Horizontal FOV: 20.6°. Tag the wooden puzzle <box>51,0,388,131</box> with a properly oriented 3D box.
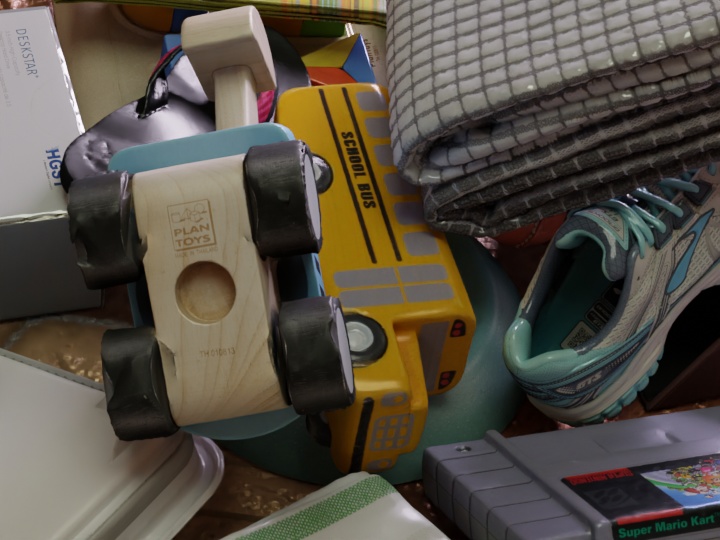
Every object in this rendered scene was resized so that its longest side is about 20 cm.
[{"bbox_3d":[-0.068,-0.128,1.123,0.199,0.046,0.186,-4,49,-13],"label":"wooden puzzle"}]

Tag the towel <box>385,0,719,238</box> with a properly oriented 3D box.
[{"bbox_3d":[0.113,-0.111,0.952,0.200,0.086,0.166,-18,39,16],"label":"towel"}]

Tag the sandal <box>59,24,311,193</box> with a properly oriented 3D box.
[{"bbox_3d":[-0.078,-0.085,1.005,0.075,0.045,0.200,30,36,11],"label":"sandal"}]

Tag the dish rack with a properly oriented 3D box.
[{"bbox_3d":[-0.179,0.092,0.861,0.200,0.044,0.172,15,44,34],"label":"dish rack"}]

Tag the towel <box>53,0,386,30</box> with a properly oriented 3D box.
[{"bbox_3d":[-0.068,-0.167,1.112,0.199,0.018,0.086,5,36,-2],"label":"towel"}]

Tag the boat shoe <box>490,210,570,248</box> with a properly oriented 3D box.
[{"bbox_3d":[0.060,-0.090,1.068,0.062,0.071,0.200,2,46,-27],"label":"boat shoe"}]

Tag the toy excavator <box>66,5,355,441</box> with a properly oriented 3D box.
[{"bbox_3d":[-0.061,-0.026,0.882,0.100,0.200,0.195,-10,90,4],"label":"toy excavator"}]

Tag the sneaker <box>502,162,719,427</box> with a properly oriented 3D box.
[{"bbox_3d":[0.139,-0.017,0.956,0.078,0.086,0.200,31,91,32],"label":"sneaker"}]

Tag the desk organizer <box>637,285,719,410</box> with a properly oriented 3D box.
[{"bbox_3d":[0.154,-0.027,1.051,0.077,0.072,0.200,-11,50,-16],"label":"desk organizer"}]

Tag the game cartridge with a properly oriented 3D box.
[{"bbox_3d":[0.143,0.098,0.915,0.200,0.038,0.130,-7,12,-18],"label":"game cartridge"}]

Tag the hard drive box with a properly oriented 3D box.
[{"bbox_3d":[-0.241,-0.048,0.999,0.199,0.077,0.156,-8,50,-15],"label":"hard drive box"}]

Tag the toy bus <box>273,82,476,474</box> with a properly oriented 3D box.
[{"bbox_3d":[0.000,0.000,0.956,0.078,0.065,0.200,-5,48,-16],"label":"toy bus"}]

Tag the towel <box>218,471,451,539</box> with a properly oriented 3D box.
[{"bbox_3d":[0.026,0.159,0.805,0.200,0.031,0.149,34,37,31],"label":"towel"}]

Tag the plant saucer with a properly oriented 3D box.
[{"bbox_3d":[-0.007,0.019,1.005,0.199,0.036,0.200,5,48,-5],"label":"plant saucer"}]
